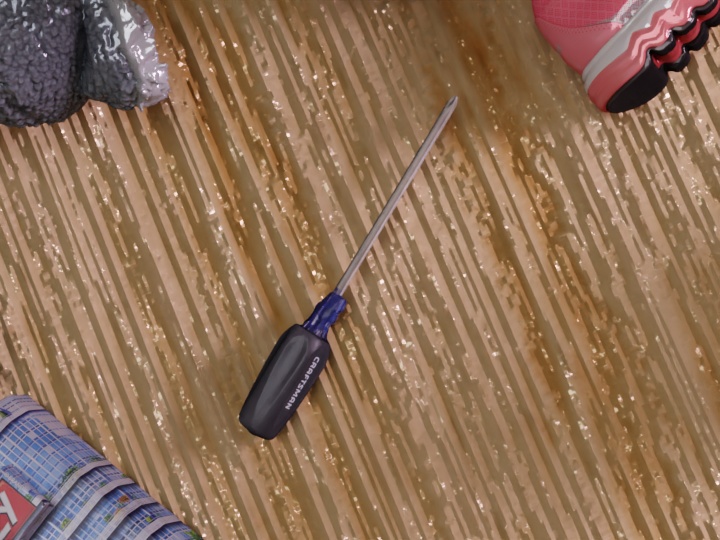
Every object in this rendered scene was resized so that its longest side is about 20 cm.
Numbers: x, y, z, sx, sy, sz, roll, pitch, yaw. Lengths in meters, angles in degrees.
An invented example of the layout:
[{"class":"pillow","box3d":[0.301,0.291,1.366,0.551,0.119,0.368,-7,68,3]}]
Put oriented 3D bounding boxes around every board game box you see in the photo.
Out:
[{"class":"board game box","box3d":[-0.204,0.171,1.114,0.199,0.062,0.201,36,93,14]}]

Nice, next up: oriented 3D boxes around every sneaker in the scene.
[{"class":"sneaker","box3d":[0.162,-0.175,1.060,0.200,0.074,0.087,-47,74,5]}]

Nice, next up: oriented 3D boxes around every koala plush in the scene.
[{"class":"koala plush","box3d":[-0.184,-0.164,1.104,0.176,0.184,0.201,-8,93,13]}]

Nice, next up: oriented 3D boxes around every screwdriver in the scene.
[{"class":"screwdriver","box3d":[0.000,0.000,1.104,0.029,0.028,0.200,35,92,-16]}]
